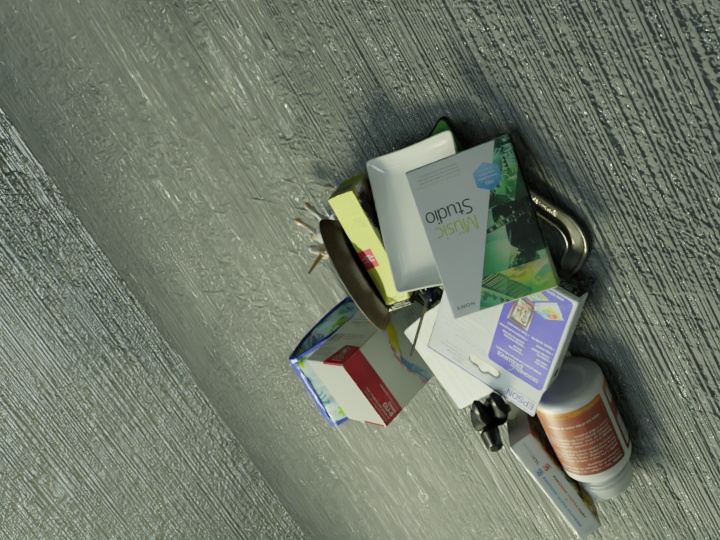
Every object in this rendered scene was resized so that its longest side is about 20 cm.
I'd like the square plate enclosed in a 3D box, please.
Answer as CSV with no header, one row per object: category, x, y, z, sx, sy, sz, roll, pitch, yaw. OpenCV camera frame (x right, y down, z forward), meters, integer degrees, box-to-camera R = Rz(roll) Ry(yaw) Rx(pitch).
square plate,0.093,-0.077,1.274,0.199,0.028,0.201,-12,91,55

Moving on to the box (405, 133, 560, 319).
box,0.155,-0.054,1.163,0.143,0.036,0.202,-19,93,20

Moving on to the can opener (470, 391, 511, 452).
can opener,0.200,0.216,1.379,0.079,0.063,0.200,58,176,24

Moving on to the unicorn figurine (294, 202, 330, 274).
unicorn figurine,-0.054,-0.056,1.589,0.137,0.199,0.075,38,110,33

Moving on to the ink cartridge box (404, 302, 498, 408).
ink cartridge box,0.163,0.122,1.439,0.161,0.047,0.200,54,152,6

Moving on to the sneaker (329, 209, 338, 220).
sneaker,0.014,-0.084,1.483,0.100,0.075,0.199,55,155,-9

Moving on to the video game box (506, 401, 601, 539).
video game box,0.302,0.304,1.455,0.183,0.047,0.200,50,-168,-4

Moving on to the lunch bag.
lunch bag,-0.027,0.176,1.771,0.171,0.200,0.127,58,155,-17

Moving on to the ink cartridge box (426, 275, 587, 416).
ink cartridge box,0.200,0.070,1.279,0.197,0.043,0.202,33,125,28

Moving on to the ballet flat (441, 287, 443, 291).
ballet flat,0.159,0.019,1.399,0.200,0.068,0.068,42,148,14

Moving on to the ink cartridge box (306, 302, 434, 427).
ink cartridge box,0.039,0.151,1.627,0.145,0.200,0.145,54,156,-16

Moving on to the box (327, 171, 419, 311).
box,0.027,-0.043,1.389,0.050,0.075,0.201,-18,112,30

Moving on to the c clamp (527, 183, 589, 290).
c clamp,0.233,-0.042,1.228,0.200,0.027,0.171,42,155,17

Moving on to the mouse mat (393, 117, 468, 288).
mouse mat,0.111,-0.091,1.273,0.162,0.007,0.201,59,143,22

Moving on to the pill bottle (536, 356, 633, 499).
pill bottle,0.332,0.237,1.349,0.112,0.112,0.201,11,135,54

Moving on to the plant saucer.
plant saucer,0.000,0.000,1.445,0.201,0.032,0.201,57,-168,-19

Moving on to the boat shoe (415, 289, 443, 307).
boat shoe,0.060,0.000,1.540,0.199,0.062,0.075,36,154,30

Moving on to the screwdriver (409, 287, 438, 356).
screwdriver,0.102,0.059,1.412,0.028,0.202,0.029,-22,128,37
